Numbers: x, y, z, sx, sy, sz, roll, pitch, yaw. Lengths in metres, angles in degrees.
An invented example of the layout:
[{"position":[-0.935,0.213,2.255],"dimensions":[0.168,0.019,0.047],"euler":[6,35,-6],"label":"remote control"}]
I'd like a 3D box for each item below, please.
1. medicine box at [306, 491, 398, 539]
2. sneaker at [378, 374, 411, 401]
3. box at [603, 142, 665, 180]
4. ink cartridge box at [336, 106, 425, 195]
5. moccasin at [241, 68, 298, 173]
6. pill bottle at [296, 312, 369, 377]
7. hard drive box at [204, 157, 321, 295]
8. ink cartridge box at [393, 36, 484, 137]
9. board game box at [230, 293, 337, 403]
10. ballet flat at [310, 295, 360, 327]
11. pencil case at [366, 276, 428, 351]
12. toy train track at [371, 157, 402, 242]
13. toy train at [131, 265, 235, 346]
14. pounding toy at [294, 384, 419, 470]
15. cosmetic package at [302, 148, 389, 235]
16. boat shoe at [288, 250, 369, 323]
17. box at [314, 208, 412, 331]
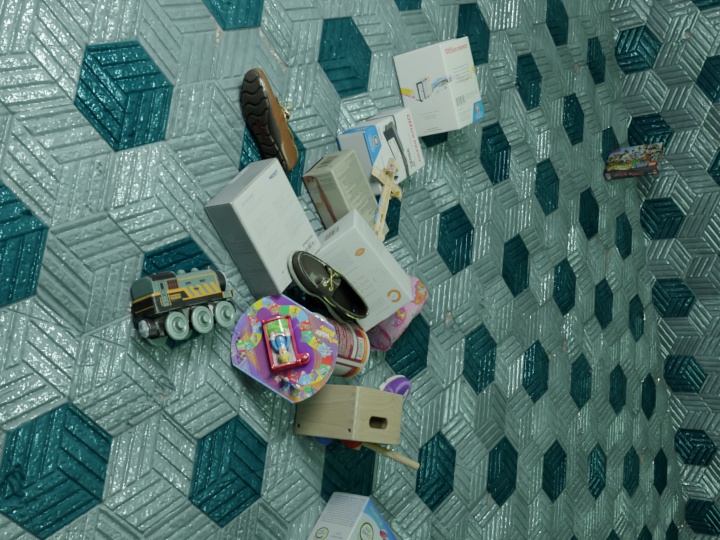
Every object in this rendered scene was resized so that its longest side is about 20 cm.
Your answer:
[{"position":[-0.024,0.592,1.599],"dimensions":[0.201,0.101,0.184],"euler":[-56,128,-39],"label":"medicine box"},{"position":[0.068,0.315,1.753],"dimensions":[0.200,0.082,0.082],"euler":[-50,124,-43],"label":"sneaker"},{"position":[1.017,-0.405,2.928],"dimensions":[0.038,0.197,0.138],"euler":[55,48,-34],"label":"box"},{"position":[0.050,-0.268,1.776],"dimensions":[0.199,0.083,0.147],"euler":[-38,117,-47],"label":"ink cartridge box"},{"position":[-0.168,-0.289,1.511],"dimensions":[0.204,0.073,0.078],"euler":[65,34,-21],"label":"moccasin"},{"position":[-0.079,0.145,1.559],"dimensions":[0.199,0.108,0.112],"euler":[22,70,-49],"label":"pill bottle"},{"position":[-0.178,-0.081,1.477],"dimensions":[0.156,0.076,0.202],"euler":[-51,126,-41],"label":"hard drive box"},{"position":[0.193,-0.447,1.925],"dimensions":[0.147,0.143,0.204],"euler":[-30,110,-49],"label":"ink cartridge box"},{"position":[-0.137,0.135,1.430],"dimensions":[0.160,0.198,0.039],"euler":[-58,175,-13],"label":"board game box"},{"position":[-0.042,0.065,1.653],"dimensions":[0.200,0.056,0.068],"euler":[41,55,-42],"label":"ballet flat"},{"position":[0.079,0.098,1.790],"dimensions":[0.200,0.086,0.089],"euler":[-48,123,-41],"label":"pencil case"},{"position":[0.060,-0.150,1.683],"dimensions":[0.114,0.032,0.204],"euler":[36,59,-44],"label":"toy train track"},{"position":[-0.292,0.055,1.322],"dimensions":[0.198,0.084,0.116],"euler":[-13,87,-52],"label":"toy train"},{"position":[-0.001,0.313,1.585],"dimensions":[0.199,0.182,0.145],"euler":[21,71,-49],"label":"pounding toy"},{"position":[-0.029,-0.140,1.663],"dimensions":[0.104,0.086,0.203],"euler":[-48,122,-44],"label":"cosmetic package"},{"position":[-0.057,0.028,1.506],"dimensions":[0.201,0.060,0.073],"euler":[45,53,-34],"label":"boat shoe"},{"position":[0.000,0.000,1.605],"dimensions":[0.201,0.123,0.098],"euler":[51,16,-19],"label":"box"}]
